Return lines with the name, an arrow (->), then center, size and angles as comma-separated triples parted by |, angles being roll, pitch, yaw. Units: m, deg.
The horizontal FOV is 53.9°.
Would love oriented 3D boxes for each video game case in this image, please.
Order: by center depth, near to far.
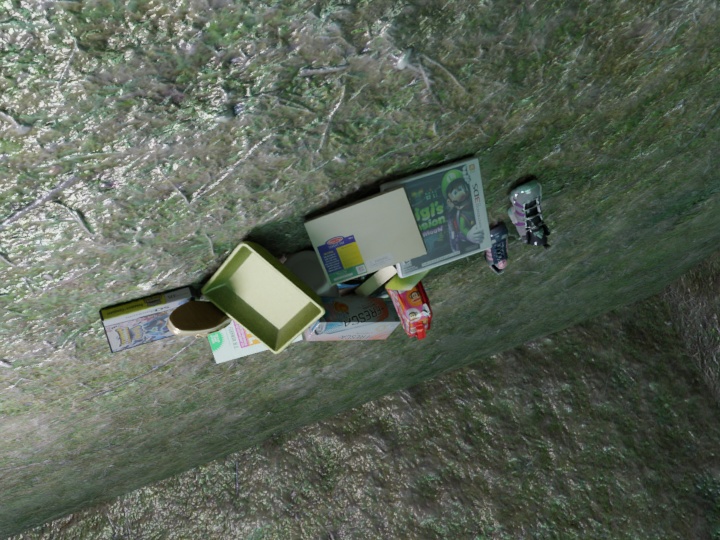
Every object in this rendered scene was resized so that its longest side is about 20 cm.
video game case -> 0.146, -0.101, 1.340 | 0.198, 0.184, 0.023 | -18, -160, -13
video game case -> -0.426, 0.103, 1.436 | 0.179, 0.026, 0.200 | -16, 160, -20

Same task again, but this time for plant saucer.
plant saucer -> -0.181, 0.044, 1.356 | 0.199, 0.200, 0.048 | -41, -167, 43
plant saucer -> 0.156, -0.039, 1.533 | 0.200, 0.048, 0.200 | -43, 175, -23

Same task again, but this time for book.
book -> -0.238, 0.115, 1.556 | 0.197, 0.048, 0.135 | -16, 124, -9

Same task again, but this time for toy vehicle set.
toy vehicle set -> 0.072, -0.030, 1.479 | 0.124, 0.027, 0.200 | -40, -173, 42

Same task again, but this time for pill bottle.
pill bottle -> -0.099, 0.058, 1.487 | 0.113, 0.115, 0.201 | -20, 147, -5

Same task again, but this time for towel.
towel -> -0.006, 0.070, 1.702 | 0.151, 0.024, 0.200 | -20, -172, -1

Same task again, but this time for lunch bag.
lunch bag -> 0.127, 0.087, 1.786 | 0.081, 0.178, 0.200 | -20, 162, -4

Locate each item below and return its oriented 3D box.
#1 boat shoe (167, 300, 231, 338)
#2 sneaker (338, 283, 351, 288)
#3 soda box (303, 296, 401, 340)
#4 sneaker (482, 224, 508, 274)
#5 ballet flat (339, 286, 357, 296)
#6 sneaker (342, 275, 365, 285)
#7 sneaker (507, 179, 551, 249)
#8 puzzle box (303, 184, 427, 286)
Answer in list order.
boat shoe -> -0.311, 0.101, 1.415 | 0.069, 0.074, 0.199 | -49, 162, 28
sneaker -> 0.000, 0.000, 1.596 | 0.198, 0.067, 0.078 | -11, 171, -31
soda box -> -0.020, 0.097, 1.425 | 0.198, 0.064, 0.069 | 2, 141, -34
sneaker -> 0.357, -0.052, 1.818 | 0.069, 0.083, 0.200 | -23, 161, 3
ballet flat -> -0.049, 0.053, 1.697 | 0.198, 0.047, 0.067 | -23, 163, -2
sneaker -> -0.015, -0.063, 1.398 | 0.074, 0.082, 0.201 | 10, 138, -1
sneaker -> 0.395, -0.113, 1.604 | 0.077, 0.141, 0.200 | -23, 162, 4
puzzle box -> 0.009, -0.063, 1.303 | 0.198, 0.134, 0.025 | -18, -161, 12
